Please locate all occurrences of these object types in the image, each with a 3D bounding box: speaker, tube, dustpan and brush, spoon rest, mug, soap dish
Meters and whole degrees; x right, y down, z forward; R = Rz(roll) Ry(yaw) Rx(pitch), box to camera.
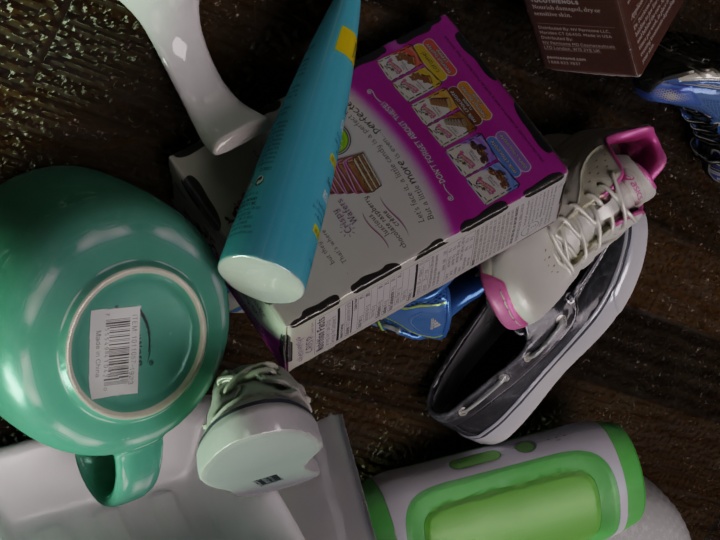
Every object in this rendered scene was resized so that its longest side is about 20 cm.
[{"bbox_3d":[0.094,0.164,1.449,0.198,0.089,0.089,-13,124,-14],"label":"speaker"},{"bbox_3d":[-0.030,-0.081,1.182,0.050,0.078,0.202,20,64,-8],"label":"tube"},{"bbox_3d":[-0.077,0.196,1.364,0.199,0.140,0.057,-24,142,10],"label":"dustpan and brush"},{"bbox_3d":[-0.107,-0.165,1.158,0.099,0.061,0.202,-27,116,-20],"label":"spoon rest"},{"bbox_3d":[-0.141,0.036,1.184,0.152,0.114,0.185,-51,123,-11],"label":"mug"},{"bbox_3d":[-0.142,0.169,1.270,0.198,0.158,0.082,-13,141,-28],"label":"soap dish"}]

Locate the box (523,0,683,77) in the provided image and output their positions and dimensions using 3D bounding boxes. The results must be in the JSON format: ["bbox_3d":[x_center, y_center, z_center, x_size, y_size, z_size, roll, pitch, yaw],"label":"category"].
[{"bbox_3d":[0.134,-0.224,1.242,0.100,0.074,0.201,-56,142,-35],"label":"box"}]

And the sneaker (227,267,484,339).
[{"bbox_3d":[0.000,0.000,1.285,0.198,0.105,0.076,-18,136,-25],"label":"sneaker"}]

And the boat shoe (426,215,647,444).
[{"bbox_3d":[0.116,0.027,1.414,0.068,0.072,0.201,26,108,-43],"label":"boat shoe"}]

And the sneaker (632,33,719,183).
[{"bbox_3d":[0.257,-0.101,1.422,0.199,0.078,0.090,13,107,-39],"label":"sneaker"}]

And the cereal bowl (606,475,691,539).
[{"bbox_3d":[0.178,0.255,1.583,0.198,0.083,0.202,-16,124,-25],"label":"cereal bowl"}]

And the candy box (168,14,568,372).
[{"bbox_3d":[0.004,-0.048,1.236,0.199,0.137,0.061,-28,155,-17],"label":"candy box"}]

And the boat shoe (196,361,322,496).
[{"bbox_3d":[-0.057,0.084,1.182,0.071,0.066,0.200,-16,168,3],"label":"boat shoe"}]

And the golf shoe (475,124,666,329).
[{"bbox_3d":[0.133,-0.037,1.309,0.076,0.091,0.200,59,35,-21],"label":"golf shoe"}]
